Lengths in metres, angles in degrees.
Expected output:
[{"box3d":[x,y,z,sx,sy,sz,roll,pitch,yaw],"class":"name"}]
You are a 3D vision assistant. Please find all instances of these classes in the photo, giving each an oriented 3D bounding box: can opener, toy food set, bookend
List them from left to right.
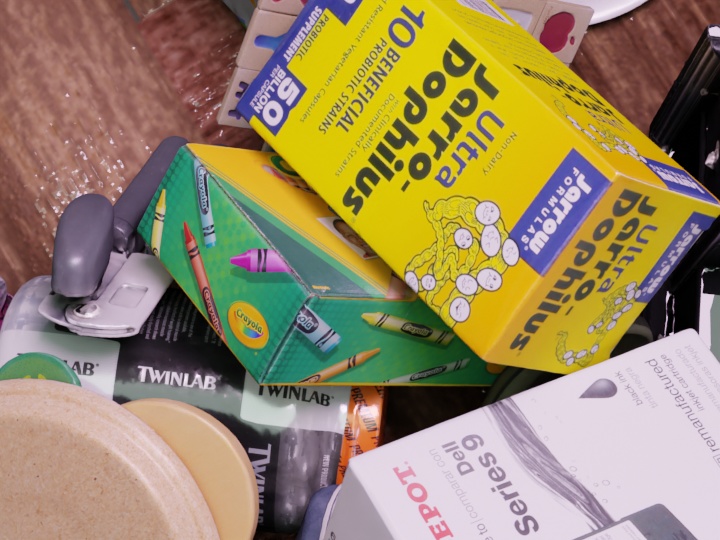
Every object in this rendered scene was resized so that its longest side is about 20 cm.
[{"box3d":[-0.153,0.142,1.042,0.197,0.049,0.201,17,106,15],"class":"toy food set"},{"box3d":[-0.111,-0.029,1.098,0.053,0.200,0.067,10,121,10],"class":"can opener"},{"box3d":[0.201,0.001,1.079,0.092,0.199,0.201,4,80,0],"class":"bookend"}]

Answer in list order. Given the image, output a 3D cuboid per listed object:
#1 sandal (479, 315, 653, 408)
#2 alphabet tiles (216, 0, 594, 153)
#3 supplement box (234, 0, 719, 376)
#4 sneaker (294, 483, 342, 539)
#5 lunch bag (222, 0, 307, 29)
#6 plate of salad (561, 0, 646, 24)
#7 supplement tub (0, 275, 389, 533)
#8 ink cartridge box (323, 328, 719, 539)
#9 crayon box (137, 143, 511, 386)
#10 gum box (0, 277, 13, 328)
[{"box3d":[0.085,0.102,1.115,0.201,0.080,0.057,-48,58,10],"class":"sandal"},{"box3d":[0.026,-0.109,1.118,0.199,0.006,0.167,6,120,-33],"class":"alphabet tiles"},{"box3d":[0.054,-0.055,1.020,0.200,0.109,0.109,45,110,31],"class":"supplement box"},{"box3d":[-0.077,0.179,1.080,0.146,0.077,0.203,19,118,8],"class":"sneaker"},{"box3d":[-0.053,-0.198,1.115,0.077,0.200,0.160,-36,49,-9],"class":"lunch bag"},{"box3d":[0.107,-0.236,1.202,0.199,0.048,0.201,0,79,2],"class":"plate of salad"},{"box3d":[-0.086,0.072,1.113,0.199,0.123,0.123,6,80,3],"class":"supplement tub"},{"box3d":[0.104,0.132,0.983,0.199,0.084,0.146,-19,58,-25],"class":"ink cartridge box"},{"box3d":[0.000,0.000,1.074,0.119,0.200,0.058,48,119,33],"class":"crayon box"},{"box3d":[-0.286,0.057,1.139,0.113,0.066,0.200,32,82,19],"class":"gum box"}]
